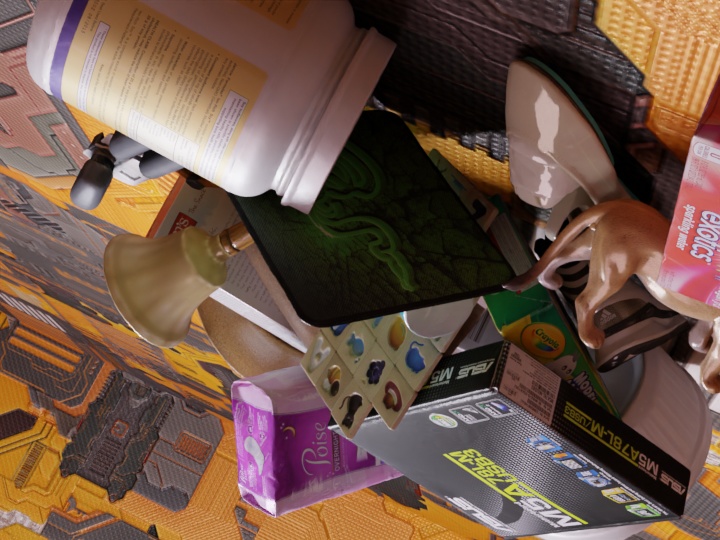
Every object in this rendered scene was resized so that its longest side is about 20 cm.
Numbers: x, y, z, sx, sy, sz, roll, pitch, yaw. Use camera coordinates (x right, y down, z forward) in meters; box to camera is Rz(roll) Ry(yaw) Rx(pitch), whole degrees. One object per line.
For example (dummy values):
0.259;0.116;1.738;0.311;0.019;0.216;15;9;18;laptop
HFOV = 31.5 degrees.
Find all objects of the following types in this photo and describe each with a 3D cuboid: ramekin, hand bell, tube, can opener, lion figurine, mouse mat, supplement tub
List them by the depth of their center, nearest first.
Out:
0.199;0.000;0.792;0.198;0.073;0.123;16;129;-5;lion figurine
-0.092;-0.137;0.808;0.199;0.146;0.145;29;165;-3;supplement tub
-0.005;-0.043;0.857;0.200;0.160;0.008;56;146;39;mouse mat
0.024;-0.029;0.920;0.050;0.078;0.200;15;-154;-28;tube
-0.171;-0.078;0.969;0.053;0.067;0.200;32;163;-22;can opener
-0.098;-0.025;1.024;0.199;0.105;0.104;-28;135;23;hand bell
0.193;0.128;1.108;0.202;0.203;0.094;8;145;50;ramekin

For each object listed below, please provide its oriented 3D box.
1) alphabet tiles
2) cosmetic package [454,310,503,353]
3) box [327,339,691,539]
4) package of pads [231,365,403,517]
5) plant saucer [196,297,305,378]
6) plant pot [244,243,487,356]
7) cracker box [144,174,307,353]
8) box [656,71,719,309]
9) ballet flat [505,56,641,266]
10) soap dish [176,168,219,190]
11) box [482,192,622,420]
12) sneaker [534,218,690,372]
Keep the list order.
0.024;0.016;0.940;0.006;0.201;0.167;21;-162;-35;alphabet tiles
0.085;0.062;1.283;0.101;0.072;0.200;28;164;-3;cosmetic package
0.107;0.132;0.947;0.199;0.048;0.193;35;146;-25;box
-0.017;0.141;1.183;0.199;0.122;0.075;-11;-166;-33;package of pads
-0.066;0.027;1.249;0.199;0.201;0.035;32;138;-15;plant saucer
0.000;0.000;1.086;0.200;0.187;0.187;40;166;9;plant pot
-0.085;-0.026;1.173;0.199;0.135;0.058;32;163;-16;cracker box
0.222;-0.047;0.659;0.099;0.096;0.200;22;164;15;box
0.136;-0.055;0.825;0.069;0.070;0.200;13;159;42;ballet flat
-0.114;-0.128;0.994;0.157;0.082;0.199;38;160;-34;soap dish
0.136;0.048;0.951;0.200;0.048;0.118;55;-169;-47;box
0.193;0.010;0.981;0.116;0.075;0.200;64;-167;8;sneaker
